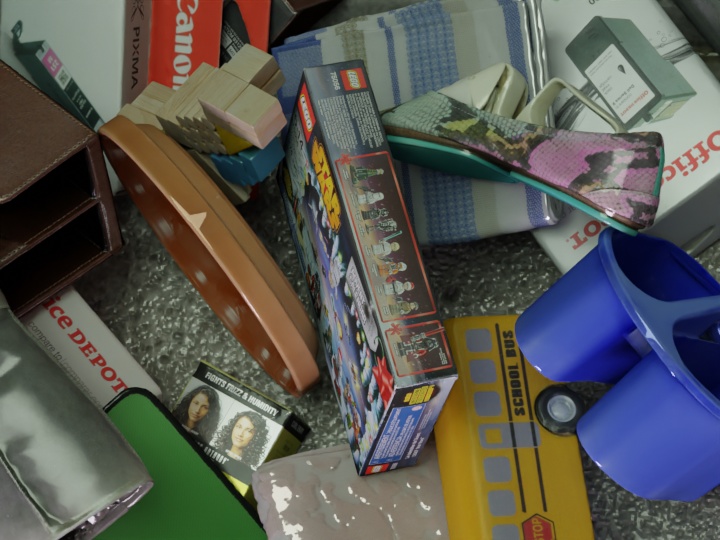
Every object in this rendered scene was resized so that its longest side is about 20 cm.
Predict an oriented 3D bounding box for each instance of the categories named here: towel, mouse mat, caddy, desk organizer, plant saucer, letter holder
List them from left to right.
[{"bbox_3d":[-0.267,-0.059,1.559,0.142,0.101,0.200,-37,54,-24],"label":"letter holder"},{"bbox_3d":[-0.152,0.189,1.497,0.200,0.008,0.161,-42,101,-11],"label":"mouse mat"},{"bbox_3d":[-0.103,-0.227,1.656,0.200,0.077,0.072,51,125,8],"label":"desk organizer"},{"bbox_3d":[-0.086,-0.012,1.519,0.032,0.200,0.200,-38,66,-9],"label":"plant saucer"},{"bbox_3d":[0.033,-0.086,1.525,0.199,0.024,0.148,-9,86,38],"label":"towel"},{"bbox_3d":[0.053,0.185,1.465,0.190,0.032,0.201,-12,67,-15],"label":"towel"},{"bbox_3d":[0.178,0.047,1.431,0.105,0.200,0.142,-39,69,19],"label":"caddy"}]

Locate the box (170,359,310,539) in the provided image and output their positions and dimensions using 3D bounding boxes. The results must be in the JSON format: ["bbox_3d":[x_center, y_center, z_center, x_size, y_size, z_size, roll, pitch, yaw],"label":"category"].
[{"bbox_3d":[-0.114,0.160,1.551,0.075,0.050,0.201,29,83,19],"label":"box"}]

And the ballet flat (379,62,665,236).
[{"bbox_3d":[0.091,-0.076,1.427,0.199,0.069,0.071,20,87,40],"label":"ballet flat"}]

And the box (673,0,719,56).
[{"bbox_3d":[0.281,-0.209,1.489,0.199,0.171,0.200,-38,67,1],"label":"box"}]

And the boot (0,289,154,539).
[{"bbox_3d":[-0.239,0.091,1.462,0.181,0.073,0.200,-34,87,14],"label":"boot"}]

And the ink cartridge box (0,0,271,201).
[{"bbox_3d":[-0.145,-0.147,1.615,0.173,0.044,0.201,9,102,23],"label":"ink cartridge box"}]

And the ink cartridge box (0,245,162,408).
[{"bbox_3d":[-0.239,0.095,1.550,0.200,0.084,0.145,-32,64,-24],"label":"ink cartridge box"}]

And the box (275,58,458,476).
[{"bbox_3d":[0.000,0.000,1.451,0.040,0.137,0.201,-10,66,-15],"label":"box"}]

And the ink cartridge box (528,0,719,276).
[{"bbox_3d":[0.140,-0.096,1.540,0.146,0.084,0.200,-37,67,4],"label":"ink cartridge box"}]

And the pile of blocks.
[{"bbox_3d":[-0.074,-0.091,1.523,0.082,0.200,0.062,47,72,-16],"label":"pile of blocks"}]

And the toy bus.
[{"bbox_3d":[0.090,0.127,1.446,0.078,0.065,0.201,-2,63,-12],"label":"toy bus"}]
